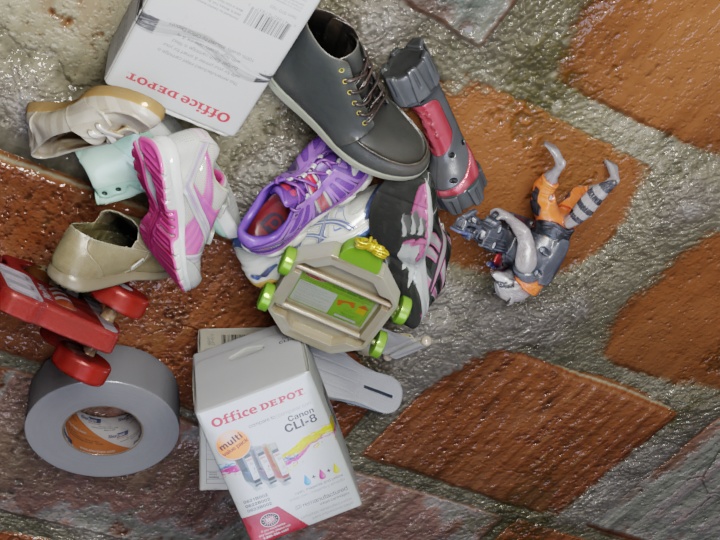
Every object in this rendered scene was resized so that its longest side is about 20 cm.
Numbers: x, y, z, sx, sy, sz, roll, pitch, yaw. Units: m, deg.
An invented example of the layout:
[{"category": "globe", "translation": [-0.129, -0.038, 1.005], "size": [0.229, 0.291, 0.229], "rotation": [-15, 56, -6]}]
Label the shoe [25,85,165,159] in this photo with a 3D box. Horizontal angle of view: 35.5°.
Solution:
[{"category": "shoe", "translation": [-0.266, -0.142, 1.117], "size": [0.198, 0.054, 0.070], "rotation": [1, 164, 41]}]

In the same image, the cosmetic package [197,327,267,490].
[{"category": "cosmetic package", "translation": [-0.160, 0.180, 1.457], "size": [0.102, 0.073, 0.202], "rotation": [0, 114, -8]}]

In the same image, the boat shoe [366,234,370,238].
[{"category": "boat shoe", "translation": [0.001, 0.003, 1.344], "size": [0.199, 0.087, 0.075], "rotation": [-4, 135, -5]}]

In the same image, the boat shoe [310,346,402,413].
[{"category": "boat shoe", "translation": [-0.036, 0.143, 1.482], "size": [0.199, 0.073, 0.071], "rotation": [32, 156, -32]}]

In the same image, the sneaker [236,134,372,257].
[{"category": "sneaker", "translation": [-0.054, -0.090, 1.211], "size": [0.081, 0.083, 0.200], "rotation": [43, 97, 8]}]

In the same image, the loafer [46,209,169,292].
[{"category": "loafer", "translation": [-0.251, -0.029, 1.228], "size": [0.076, 0.199, 0.068], "rotation": [32, 118, 20]}]

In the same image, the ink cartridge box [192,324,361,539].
[{"category": "ink cartridge box", "translation": [-0.103, 0.190, 1.351], "size": [0.144, 0.145, 0.202], "rotation": [-20, 114, 0]}]

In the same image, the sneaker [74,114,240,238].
[{"category": "sneaker", "translation": [-0.221, -0.092, 1.224], "size": [0.117, 0.074, 0.201], "rotation": [-31, 121, 13]}]

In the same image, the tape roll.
[{"category": "tape roll", "translation": [-0.338, 0.187, 1.486], "size": [0.197, 0.067, 0.202], "rotation": [-4, 134, -4]}]

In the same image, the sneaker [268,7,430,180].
[{"category": "sneaker", "translation": [0.001, -0.171, 1.128], "size": [0.199, 0.075, 0.106], "rotation": [34, 151, -11]}]

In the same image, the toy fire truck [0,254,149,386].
[{"category": "toy fire truck", "translation": [-0.343, 0.030, 1.253], "size": [0.167, 0.200, 0.113], "rotation": [30, 93, -32]}]

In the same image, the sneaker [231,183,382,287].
[{"category": "sneaker", "translation": [-0.058, -0.059, 1.279], "size": [0.198, 0.075, 0.089], "rotation": [-27, 102, 9]}]

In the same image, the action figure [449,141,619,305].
[{"category": "action figure", "translation": [0.200, -0.046, 1.288], "size": [0.199, 0.104, 0.195], "rotation": [0, 123, -49]}]

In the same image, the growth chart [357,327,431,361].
[{"category": "growth chart", "translation": [-0.011, 0.076, 1.422], "size": [0.198, 0.018, 0.144], "rotation": [22, 158, -28]}]

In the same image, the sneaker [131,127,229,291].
[{"category": "sneaker", "translation": [-0.174, -0.061, 1.156], "size": [0.088, 0.081, 0.201], "rotation": [-26, 144, -27]}]

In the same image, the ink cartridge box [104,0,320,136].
[{"category": "ink cartridge box", "translation": [-0.140, -0.246, 1.082], "size": [0.144, 0.084, 0.200], "rotation": [20, 129, -25]}]

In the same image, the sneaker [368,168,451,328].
[{"category": "sneaker", "translation": [0.063, -0.038, 1.259], "size": [0.080, 0.086, 0.202], "rotation": [27, 138, 25]}]

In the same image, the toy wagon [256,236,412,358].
[{"category": "toy wagon", "translation": [-0.020, 0.021, 1.244], "size": [0.154, 0.040, 0.201], "rotation": [23, 136, -11]}]

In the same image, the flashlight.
[{"category": "flashlight", "translation": [0.078, -0.149, 1.222], "size": [0.067, 0.068, 0.201], "rotation": [-25, 134, 8]}]
